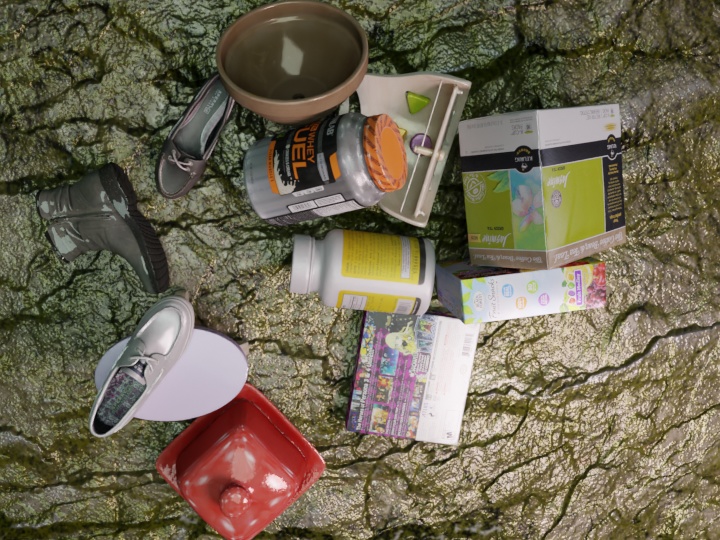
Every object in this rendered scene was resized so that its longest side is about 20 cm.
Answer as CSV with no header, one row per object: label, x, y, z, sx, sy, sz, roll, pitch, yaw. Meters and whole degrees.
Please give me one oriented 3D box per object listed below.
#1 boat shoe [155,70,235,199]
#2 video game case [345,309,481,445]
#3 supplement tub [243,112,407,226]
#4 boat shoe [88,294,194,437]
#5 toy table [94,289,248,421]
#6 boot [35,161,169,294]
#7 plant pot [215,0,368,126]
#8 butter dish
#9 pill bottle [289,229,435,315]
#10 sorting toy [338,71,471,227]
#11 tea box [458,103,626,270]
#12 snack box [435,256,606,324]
boat shoe,-0.231,-0.190,0.925,0.066,0.057,0.201,30,94,-9
video game case,0.079,0.158,1.022,0.179,0.036,0.203,8,98,-7
supplement tub,-0.046,-0.135,0.883,0.198,0.122,0.124,-10,101,26
boat shoe,-0.281,0.122,0.844,0.072,0.069,0.201,39,92,-11
toy table,-0.257,0.128,0.942,0.197,0.117,0.187,8,97,-8
boot,-0.361,-0.040,0.938,0.129,0.068,0.202,-25,93,3
plant pot,-0.087,-0.262,0.892,0.198,0.093,0.203,-1,58,2
butter dish,-0.175,0.303,0.961,0.199,0.148,0.200,-42,100,1
pill bottle,0.000,0.000,0.951,0.197,0.111,0.113,6,98,-7
sorting toy,0.040,-0.191,0.939,0.178,0.107,0.202,19,106,4
tea box,0.250,-0.116,0.906,0.198,0.133,0.200,-14,101,-39
snack box,0.219,0.017,0.948,0.197,0.169,0.069,-6,99,-4
